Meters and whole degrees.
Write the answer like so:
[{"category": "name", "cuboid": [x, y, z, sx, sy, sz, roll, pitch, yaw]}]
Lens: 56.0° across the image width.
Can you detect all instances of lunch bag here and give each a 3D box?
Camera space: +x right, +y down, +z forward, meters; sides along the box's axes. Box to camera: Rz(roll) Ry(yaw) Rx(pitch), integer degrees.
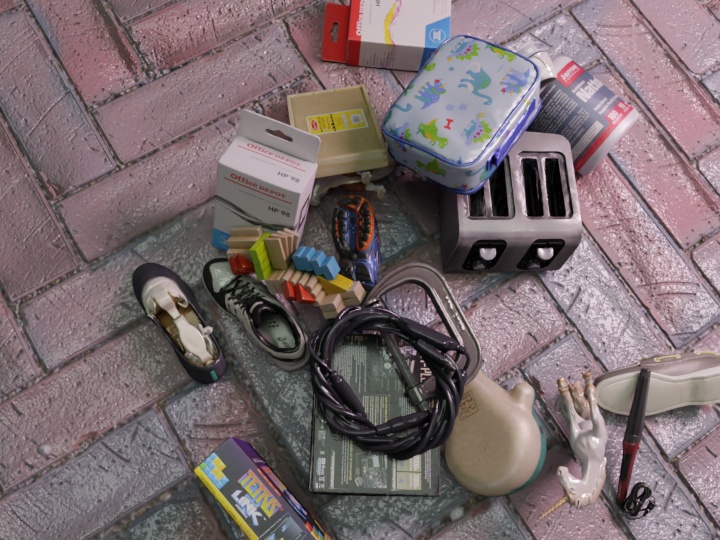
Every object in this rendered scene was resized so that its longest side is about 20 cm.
[{"category": "lunch bag", "cuboid": [0.137, -0.205, 0.894, 0.160, 0.083, 0.200, 29, 72, 25]}]

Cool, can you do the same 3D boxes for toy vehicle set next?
[{"category": "toy vehicle set", "cuboid": [-0.038, -0.205, 0.977, 0.123, 0.027, 0.201, -9, 42, -3]}]

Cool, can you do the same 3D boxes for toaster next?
[{"category": "toaster", "cuboid": [0.209, -0.101, 0.973, 0.179, 0.119, 0.201, 0, 72, -5]}]

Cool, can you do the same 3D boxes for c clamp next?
[{"category": "c clamp", "cuboid": [0.065, 0.092, 0.858, 0.170, 0.027, 0.201, -19, 75, -11]}]

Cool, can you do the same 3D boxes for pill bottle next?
[{"category": "pill bottle", "cuboid": [0.305, -0.250, 1.026, 0.200, 0.120, 0.120, 42, 74, 9]}]

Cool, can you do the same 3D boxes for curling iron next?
[{"category": "curling iron", "cuboid": [0.371, 0.230, 0.900, 0.049, 0.026, 0.202, 3, 89, 18]}]

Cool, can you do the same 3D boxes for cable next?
[{"category": "cable", "cuboid": [0.024, 0.131, 0.817, 0.199, 0.051, 0.164, 23, 85, 4]}]

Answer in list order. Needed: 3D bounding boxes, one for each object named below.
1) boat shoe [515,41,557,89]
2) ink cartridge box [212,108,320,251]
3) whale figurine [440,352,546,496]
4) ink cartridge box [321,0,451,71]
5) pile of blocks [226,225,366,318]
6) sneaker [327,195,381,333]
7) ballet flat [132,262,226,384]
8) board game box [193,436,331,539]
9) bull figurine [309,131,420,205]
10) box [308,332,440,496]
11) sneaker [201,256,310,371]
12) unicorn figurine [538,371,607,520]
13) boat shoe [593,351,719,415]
[{"category": "boat shoe", "cuboid": [0.199, -0.241, 0.991, 0.071, 0.200, 0.070, -12, 71, -53]}, {"category": "ink cartridge box", "cuboid": [-0.129, -0.100, 0.898, 0.115, 0.201, 0.067, 21, 48, 3]}, {"category": "whale figurine", "cuboid": [0.167, 0.196, 0.894, 0.159, 0.104, 0.201, -38, 52, 22]}, {"category": "ink cartridge box", "cuboid": [0.040, -0.389, 1.076, 0.198, 0.067, 0.117, 4, 72, -3]}, {"category": "pile of blocks", "cuboid": [-0.091, 0.002, 0.877, 0.199, 0.082, 0.062, 21, 39, 7]}, {"category": "sneaker", "cuboid": [0.000, 0.000, 0.949, 0.075, 0.078, 0.202, 6, 88, 22]}, {"category": "ballet flat", "cuboid": [-0.245, 0.062, 0.911, 0.073, 0.073, 0.200, -33, 78, -14]}, {"category": "board game box", "cuboid": [-0.105, 0.275, 0.786, 0.057, 0.200, 0.165, -40, 80, -13]}, {"category": "bull figurine", "cuboid": [0.011, -0.152, 0.984, 0.199, 0.065, 0.121, -33, 41, -20]}, {"category": "box", "cuboid": [0.017, 0.188, 0.882, 0.163, 0.086, 0.201, 2, 72, -4]}, {"category": "sneaker", "cuboid": [-0.139, 0.046, 0.915, 0.200, 0.088, 0.076, 42, 76, 10]}, {"category": "unicorn figurine", "cuboid": [0.281, 0.210, 0.857, 0.074, 0.199, 0.138, -12, 89, 36]}, {"category": "boat shoe", "cuboid": [0.418, 0.153, 0.941, 0.200, 0.073, 0.060, -6, 28, 1]}]
